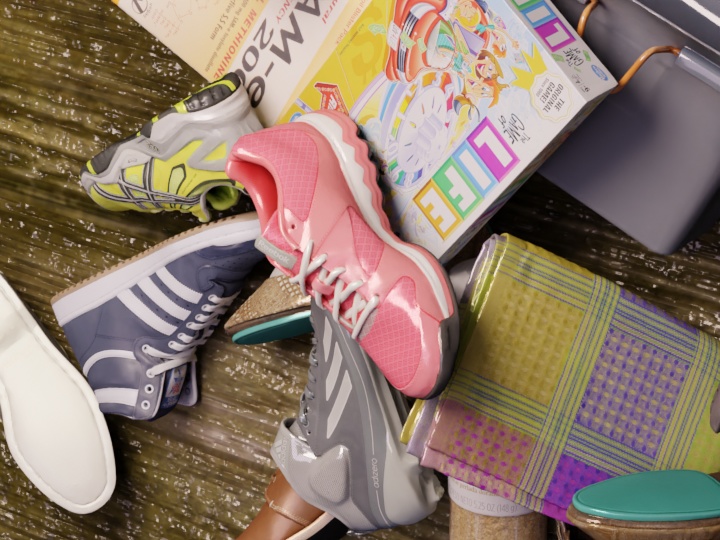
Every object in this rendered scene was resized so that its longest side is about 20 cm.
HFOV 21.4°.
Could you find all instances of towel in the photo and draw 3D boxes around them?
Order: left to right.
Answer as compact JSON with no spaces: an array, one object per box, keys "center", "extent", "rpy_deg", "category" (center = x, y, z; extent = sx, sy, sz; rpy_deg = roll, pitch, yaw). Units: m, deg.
[{"center":[0.132,0.077,1.131],"extent":[0.199,0.023,0.145],"rpy_deg":[24,82,-18],"category":"towel"}]

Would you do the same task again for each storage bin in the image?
[{"center":[0.158,-0.107,1.126],"extent":[0.199,0.145,0.135],"rpy_deg":[35,120,18],"category":"storage bin"}]

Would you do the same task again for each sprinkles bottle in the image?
[{"center":[0.087,0.095,1.193],"extent":[0.068,0.068,0.202],"rpy_deg":[8,112,25],"category":"sprinkles bottle"}]

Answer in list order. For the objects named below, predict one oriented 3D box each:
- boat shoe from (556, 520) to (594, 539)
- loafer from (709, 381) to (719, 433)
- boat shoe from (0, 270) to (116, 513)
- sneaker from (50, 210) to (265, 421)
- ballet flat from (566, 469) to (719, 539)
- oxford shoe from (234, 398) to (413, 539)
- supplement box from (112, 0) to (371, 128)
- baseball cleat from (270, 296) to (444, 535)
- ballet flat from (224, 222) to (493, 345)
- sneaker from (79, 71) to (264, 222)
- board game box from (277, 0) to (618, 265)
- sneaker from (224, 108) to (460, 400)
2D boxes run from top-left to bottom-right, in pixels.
[{"center":[0.152,0.177,1.189],"extent":[0.074,0.075,0.204],"rpy_deg":[-11,91,26],"category":"boat shoe"},{"center":[0.280,0.029,1.101],"extent":[0.071,0.073,0.200],"rpy_deg":[42,103,10],"category":"loafer"},{"center":[-0.235,0.085,1.374],"extent":[0.072,0.060,0.202],"rpy_deg":[-33,81,-5],"category":"boat shoe"},{"center":[-0.117,0.035,1.305],"extent":[0.199,0.070,0.109],"rpy_deg":[-23,84,30],"category":"sneaker"},{"center":[0.216,0.147,1.119],"extent":[0.068,0.198,0.073],"rpy_deg":[-138,39,-62],"category":"ballet flat"},{"center":[-0.036,0.150,1.285],"extent":[0.200,0.071,0.072],"rpy_deg":[-37,75,13],"category":"oxford shoe"},{"center":[-0.052,-0.174,1.247],"extent":[0.200,0.073,0.126],"rpy_deg":[39,111,16],"category":"supplement box"},{"center":[-0.020,0.072,1.194],"extent":[0.106,0.070,0.202],"rpy_deg":[-17,94,18],"category":"baseball cleat"},{"center":[0.000,0.000,1.252],"extent":[0.198,0.070,0.066],"rpy_deg":[-12,81,18],"category":"ballet flat"},{"center":[-0.124,-0.063,1.261],"extent":[0.077,0.075,0.200],"rpy_deg":[58,151,-6],"category":"sneaker"},{"center":[0.045,-0.096,1.113],"extent":[0.135,0.034,0.200],"rpy_deg":[51,136,9],"category":"board game box"},{"center":[-0.017,-0.004,1.099],"extent":[0.201,0.086,0.074],"rpy_deg":[60,141,27],"category":"sneaker"}]
